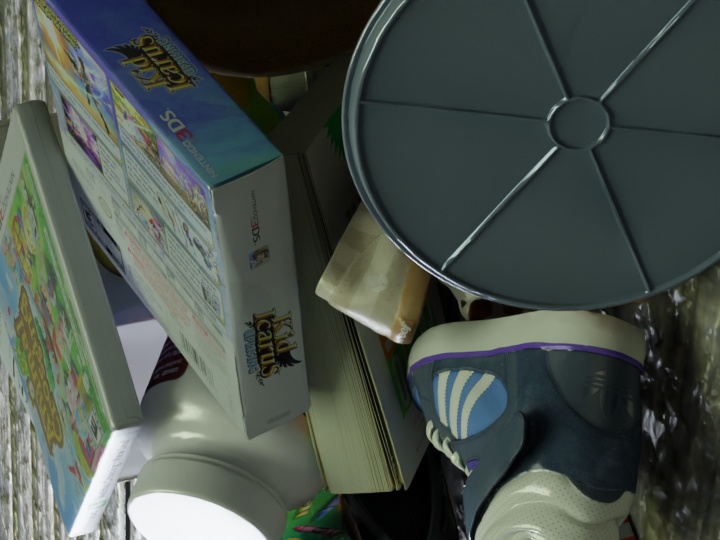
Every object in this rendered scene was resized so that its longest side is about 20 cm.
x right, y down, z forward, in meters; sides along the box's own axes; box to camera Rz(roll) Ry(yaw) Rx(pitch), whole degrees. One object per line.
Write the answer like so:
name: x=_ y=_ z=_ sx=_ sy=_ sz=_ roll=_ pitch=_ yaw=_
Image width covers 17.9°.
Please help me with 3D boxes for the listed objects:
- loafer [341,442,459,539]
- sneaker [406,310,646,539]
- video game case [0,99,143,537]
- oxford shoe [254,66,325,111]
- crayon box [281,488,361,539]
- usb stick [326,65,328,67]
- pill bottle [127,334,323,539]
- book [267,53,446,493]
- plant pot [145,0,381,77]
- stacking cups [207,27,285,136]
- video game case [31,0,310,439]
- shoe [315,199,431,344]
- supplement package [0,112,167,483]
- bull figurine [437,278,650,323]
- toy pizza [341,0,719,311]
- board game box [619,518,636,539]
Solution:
loafer: x=0.015 y=0.102 z=1.323 sx=0.070 sy=0.068 sz=0.201 roll=80 pitch=174 yaw=-52
sneaker: x=0.069 y=0.104 z=1.135 sx=0.200 sy=0.080 sz=0.147 roll=-20 pitch=55 yaw=63
video game case: x=-0.175 y=0.032 z=1.314 sx=0.182 sy=0.022 sz=0.200 roll=120 pitch=133 yaw=-61
oxford shoe: x=-0.066 y=-0.141 z=1.414 sx=0.200 sy=0.058 sz=0.075 roll=-122 pitch=23 yaw=-66
crayon box: x=-0.016 y=0.195 z=1.353 sx=0.200 sy=0.058 sz=0.119 roll=-115 pitch=2 yaw=-82
usb stick: x=-0.009 y=-0.171 z=1.330 sx=0.055 sy=0.033 sz=0.201 roll=179 pitch=81 yaw=-67
pill bottle: x=-0.059 y=0.062 z=1.283 sx=0.113 sy=0.113 sz=0.200 roll=123 pitch=169 yaw=-57
book: x=0.000 y=0.000 z=1.234 sx=0.048 sy=0.134 sz=0.200 roll=-4 pitch=117 yaw=23
plant pot: x=-0.063 y=-0.238 z=1.238 sx=0.187 sy=0.186 sz=0.200 roll=106 pitch=146 yaw=-45
stacking cups: x=-0.058 y=-0.062 z=1.328 sx=0.200 sy=0.060 sz=0.061 roll=48 pitch=-174 yaw=-49
video game case: x=-0.097 y=-0.042 z=1.180 sx=0.200 sy=0.045 sz=0.182 roll=49 pitch=157 yaw=38
shoe: x=0.024 y=-0.052 z=1.168 sx=0.070 sy=0.053 sz=0.200 roll=101 pitch=-176 yaw=-50
supplement package: x=-0.131 y=0.007 z=1.480 sx=0.200 sy=0.191 sz=0.147 roll=57 pitch=147 yaw=38
bull figurine: x=0.096 y=-0.029 z=1.118 sx=0.200 sy=0.065 sz=0.122 roll=174 pitch=88 yaw=-66
toy pizza: x=0.091 y=-0.070 z=0.974 sx=0.032 sy=0.200 sz=0.201 roll=-92 pitch=7 yaw=-56
board game box: x=0.107 y=0.228 z=1.223 sx=0.152 sy=0.046 sz=0.200 roll=71 pitch=155 yaw=20
